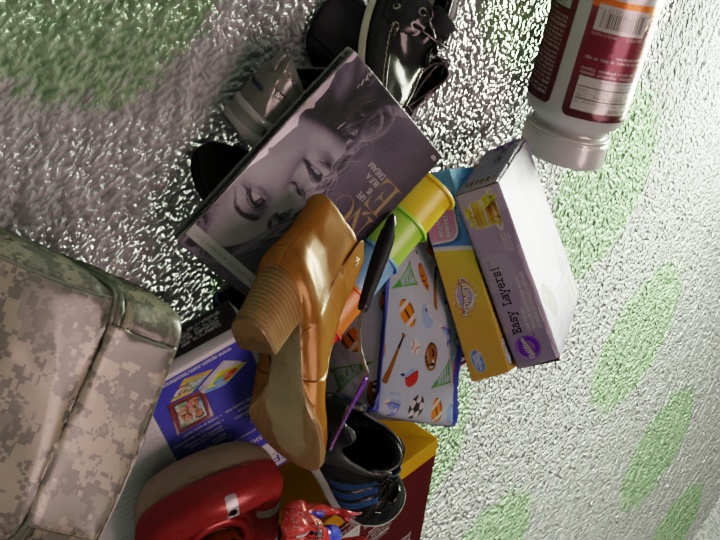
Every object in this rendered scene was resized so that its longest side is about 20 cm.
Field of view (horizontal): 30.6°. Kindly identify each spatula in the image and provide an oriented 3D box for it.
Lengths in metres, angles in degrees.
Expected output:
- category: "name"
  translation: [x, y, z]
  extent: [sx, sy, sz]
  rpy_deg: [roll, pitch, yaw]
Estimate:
- category: "spatula"
  translation: [0.004, 0.049, 1.085]
  extent: [0.057, 0.020, 0.203]
  rpy_deg: [101, 0, -79]

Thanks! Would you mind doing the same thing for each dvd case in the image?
- category: "dvd case"
  translation: [-0.038, -0.062, 1.061]
  extent: [0.200, 0.016, 0.149]
  rpy_deg: [-46, 135, 1]

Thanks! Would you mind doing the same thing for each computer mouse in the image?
- category: "computer mouse"
  translation: [0.030, -0.191, 1.167]
  extent: [0.141, 0.046, 0.200]
  rpy_deg: [-52, 149, -14]

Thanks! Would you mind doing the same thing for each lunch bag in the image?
- category: "lunch bag"
  translation: [0.020, 0.040, 1.265]
  extent: [0.169, 0.122, 0.203]
  rpy_deg: [18, 77, -59]
- category: "lunch bag"
  translation: [-0.238, 0.074, 0.889]
  extent: [0.167, 0.139, 0.202]
  rpy_deg: [23, 93, -42]

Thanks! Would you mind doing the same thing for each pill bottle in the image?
- category: "pill bottle"
  translation: [0.243, -0.217, 1.404]
  extent: [0.114, 0.113, 0.202]
  rpy_deg: [-16, 128, -50]

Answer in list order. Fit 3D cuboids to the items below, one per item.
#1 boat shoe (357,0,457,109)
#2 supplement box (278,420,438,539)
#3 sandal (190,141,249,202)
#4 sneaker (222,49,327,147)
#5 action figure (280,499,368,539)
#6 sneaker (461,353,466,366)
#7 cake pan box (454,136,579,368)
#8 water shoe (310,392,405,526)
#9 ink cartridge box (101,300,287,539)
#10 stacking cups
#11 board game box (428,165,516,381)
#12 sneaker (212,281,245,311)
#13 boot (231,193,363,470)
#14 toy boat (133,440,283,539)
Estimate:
- category: "boat shoe"
  translation: [0.052, -0.215, 1.097]
  extent: [0.075, 0.065, 0.202]
  rpy_deg: [49, 52, -51]
- category: "supplement box"
  translation: [-0.040, 0.260, 1.350]
  extent: [0.196, 0.132, 0.202]
  rpy_deg: [-29, 137, -43]
- category: "sandal"
  translation: [-0.061, -0.068, 1.099]
  extent: [0.045, 0.076, 0.199]
  rpy_deg: [-25, 161, 28]
- category: "sneaker"
  translation: [-0.018, -0.125, 1.089]
  extent: [0.199, 0.075, 0.082]
  rpy_deg: [9, 125, -52]
- category: "action figure"
  translation: [-0.030, 0.238, 1.140]
  extent: [0.200, 0.051, 0.066]
  rpy_deg: [50, 43, -63]
- category: "sneaker"
  translation: [0.121, 0.036, 1.419]
  extent: [0.200, 0.095, 0.079]
  rpy_deg: [-45, 180, -39]
- category: "cake pan box"
  translation: [0.163, -0.024, 1.320]
  extent: [0.200, 0.052, 0.186]
  rpy_deg: [-53, 125, -66]
- category: "water shoe"
  translation: [0.006, 0.179, 1.179]
  extent: [0.200, 0.078, 0.072]
  rpy_deg: [50, 54, -46]
- category: "ink cartridge box"
  translation: [-0.163, 0.139, 1.092]
  extent: [0.196, 0.047, 0.201]
  rpy_deg: [-29, 144, -12]
- category: "stacking cups"
  translation: [0.000, 0.000, 1.151]
  extent: [0.201, 0.060, 0.061]
  rpy_deg: [-51, 149, -10]
- category: "board game box"
  translation: [0.119, -0.002, 1.316]
  extent: [0.153, 0.040, 0.203]
  rpy_deg: [-17, 90, -70]
- category: "sneaker"
  translation: [-0.108, 0.057, 1.151]
  extent: [0.072, 0.072, 0.202]
  rpy_deg: [5, 113, -35]
- category: "boot"
  translation: [-0.035, 0.051, 1.056]
  extent: [0.145, 0.070, 0.203]
  rpy_deg: [-56, 148, -35]
- category: "toy boat"
  translation: [-0.114, 0.241, 1.095]
  extent: [0.129, 0.131, 0.202]
  rpy_deg: [-19, 140, -24]
